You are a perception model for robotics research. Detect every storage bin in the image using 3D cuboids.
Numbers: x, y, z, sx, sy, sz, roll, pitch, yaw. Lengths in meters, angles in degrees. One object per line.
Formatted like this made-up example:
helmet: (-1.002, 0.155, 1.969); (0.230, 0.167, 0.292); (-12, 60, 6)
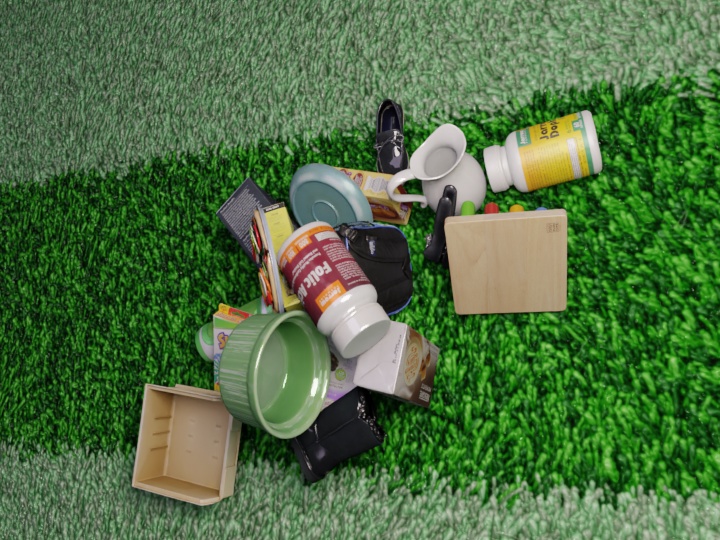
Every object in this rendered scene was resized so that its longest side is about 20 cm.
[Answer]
storage bin: (-0.345, 0.346, 1.288); (0.193, 0.093, 0.206); (4, 84, 26)

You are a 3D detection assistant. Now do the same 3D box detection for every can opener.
can opener: (0.154, -0.081, 1.165); (0.076, 0.203, 0.065); (10, 52, 11)

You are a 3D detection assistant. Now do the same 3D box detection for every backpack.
backpack: (0.000, 0.000, 1.193); (0.144, 0.197, 0.189); (0, 98, 41)

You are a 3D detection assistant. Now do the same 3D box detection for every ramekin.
ramekin: (-0.142, 0.166, 1.052); (0.095, 0.199, 0.206); (2, 74, 33)

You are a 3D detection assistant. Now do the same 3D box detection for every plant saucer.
plant saucer: (-0.066, -0.118, 1.279); (0.195, 0.204, 0.028); (12, 43, 27)

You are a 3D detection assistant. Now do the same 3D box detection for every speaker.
speaker: (-0.249, 0.120, 1.340); (0.196, 0.088, 0.090); (-26, 64, 15)

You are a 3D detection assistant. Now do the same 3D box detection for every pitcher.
pitcher: (0.144, -0.160, 1.183); (0.169, 0.200, 0.124); (-29, 63, 13)

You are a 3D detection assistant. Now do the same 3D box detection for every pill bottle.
pill bottle: (-0.043, 0.031, 1.024); (0.114, 0.114, 0.202); (-39, 66, 7)
pill bottle: (0.331, -0.209, 1.163); (0.195, 0.113, 0.116); (-13, 68, 21)

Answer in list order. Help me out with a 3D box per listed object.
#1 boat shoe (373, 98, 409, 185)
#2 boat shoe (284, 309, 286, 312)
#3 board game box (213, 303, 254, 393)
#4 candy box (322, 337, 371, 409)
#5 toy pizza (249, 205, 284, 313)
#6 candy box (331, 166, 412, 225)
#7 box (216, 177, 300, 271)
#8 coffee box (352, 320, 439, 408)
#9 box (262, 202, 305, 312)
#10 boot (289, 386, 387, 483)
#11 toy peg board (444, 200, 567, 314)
boat shoe: (0.062, -0.267, 1.336); (0.073, 0.062, 0.206); (-6, 72, 20)
boat shoe: (-0.144, 0.089, 1.257); (0.066, 0.075, 0.201); (18, 42, 3)
board game box: (-0.253, 0.171, 1.286); (0.093, 0.030, 0.205); (15, 115, 20)
candy box: (-0.058, 0.203, 1.232); (0.165, 0.071, 0.205); (20, 83, 29)
toy pizza: (-0.171, -0.012, 1.128); (0.031, 0.202, 0.205); (-12, 65, -11)
candy box: (-0.003, -0.155, 1.296); (0.195, 0.117, 0.058); (11, 73, 27)
box: (-0.184, -0.071, 1.335); (0.107, 0.148, 0.201); (-44, 61, 4)
coffee box: (0.068, 0.165, 1.112); (0.078, 0.200, 0.118); (8, 75, 25)
box: (-0.132, -0.017, 1.162); (0.049, 0.076, 0.205); (-17, 67, -2)
boot: (-0.057, 0.249, 1.132); (0.166, 0.076, 0.203); (-35, 67, 14)
toy peg board: (0.255, -0.035, 1.111); (0.193, 0.204, 0.099); (-3, 39, 14)
